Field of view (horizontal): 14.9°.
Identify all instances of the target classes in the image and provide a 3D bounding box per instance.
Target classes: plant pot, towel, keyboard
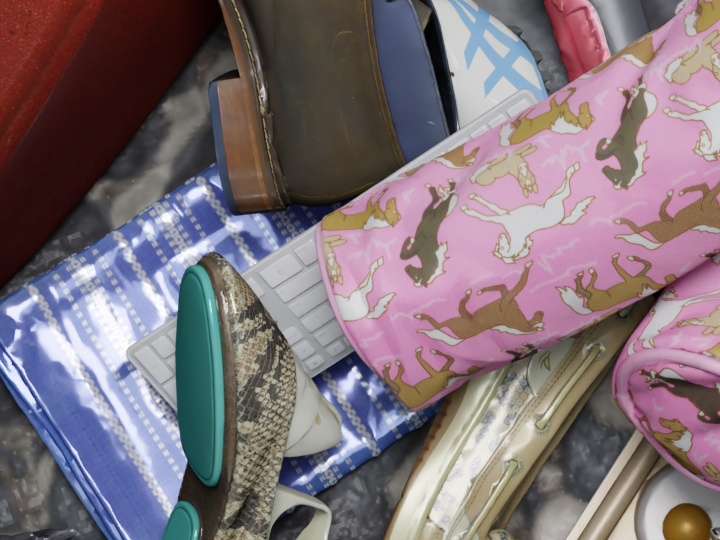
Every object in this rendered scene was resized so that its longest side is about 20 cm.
[{"bbox_3d":[-0.187,-0.094,1.113,0.199,0.200,0.177,27,96,8],"label":"plant pot"},{"bbox_3d":[-0.045,0.025,1.157,0.199,0.024,0.145,-33,80,-2],"label":"towel"},{"bbox_3d":[0.000,0.000,1.101,0.199,0.011,0.056,-33,122,16],"label":"keyboard"}]

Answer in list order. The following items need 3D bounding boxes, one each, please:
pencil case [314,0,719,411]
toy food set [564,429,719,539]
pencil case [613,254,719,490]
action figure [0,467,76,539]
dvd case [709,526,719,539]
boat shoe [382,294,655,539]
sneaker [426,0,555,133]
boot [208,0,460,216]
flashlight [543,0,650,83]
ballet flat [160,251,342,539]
[{"bbox_3d":[0.077,-0.026,1.034,0.199,0.087,0.083,-31,113,16],"label":"pencil case"},{"bbox_3d":[0.149,0.133,1.106,0.143,0.060,0.201,33,83,8],"label":"toy food set"},{"bbox_3d":[0.179,-0.004,1.074,0.086,0.083,0.200,32,56,9],"label":"pencil case"},{"bbox_3d":[-0.163,0.167,1.085,0.118,0.102,0.201,-24,62,21],"label":"action figure"},{"bbox_3d":[0.225,0.176,1.070,0.148,0.016,0.201,-14,103,-5],"label":"dvd case"},{"bbox_3d":[0.053,0.086,1.110,0.062,0.073,0.201,23,91,6],"label":"boat shoe"},{"bbox_3d":[0.011,-0.100,1.143,0.072,0.072,0.200,-25,68,-36],"label":"sneaker"},{"bbox_3d":[-0.013,-0.123,1.085,0.096,0.075,0.201,-3,107,8],"label":"boot"},{"bbox_3d":[0.089,-0.097,1.151,0.068,0.068,0.201,-10,82,-36],"label":"flashlight"},{"bbox_3d":[-0.046,0.089,1.107,0.075,0.068,0.201,2,108,-22],"label":"ballet flat"}]
